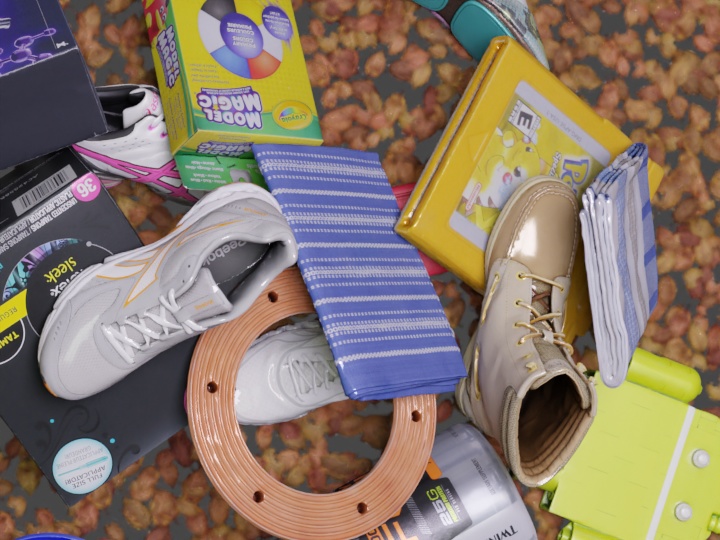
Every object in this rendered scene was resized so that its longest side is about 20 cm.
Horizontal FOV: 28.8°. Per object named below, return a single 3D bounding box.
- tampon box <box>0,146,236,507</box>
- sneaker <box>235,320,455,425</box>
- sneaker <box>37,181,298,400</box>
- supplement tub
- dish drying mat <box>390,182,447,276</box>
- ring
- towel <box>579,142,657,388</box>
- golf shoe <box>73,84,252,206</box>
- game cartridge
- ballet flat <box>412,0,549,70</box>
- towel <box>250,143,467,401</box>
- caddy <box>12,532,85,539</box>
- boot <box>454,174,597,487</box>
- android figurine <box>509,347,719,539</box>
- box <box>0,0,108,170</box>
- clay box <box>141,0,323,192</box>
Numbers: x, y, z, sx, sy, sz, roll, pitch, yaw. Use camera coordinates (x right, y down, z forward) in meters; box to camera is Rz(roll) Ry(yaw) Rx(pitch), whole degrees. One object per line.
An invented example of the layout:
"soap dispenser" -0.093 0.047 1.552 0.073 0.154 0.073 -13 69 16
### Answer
"tampon box" -0.212 0.035 1.021 0.149 0.126 0.201 -34 114 -8
"sneaker" -0.018 0.072 1.104 0.198 0.081 0.076 -17 92 -8
"sneaker" -0.127 0.019 0.928 0.200 0.092 0.076 -40 117 -6
"supplement tub" 0.026 0.214 1.082 0.199 0.123 0.123 -28 92 -9
"dish drying mat" 0.082 -0.041 1.153 0.198 0.018 0.078 -13 93 -9
"ring" -0.034 0.097 1.023 0.198 0.019 0.203 7 75 -27
"towel" 0.202 -0.010 1.066 0.024 0.200 0.149 -3 104 21
"golf shoe" -0.150 -0.100 1.079 0.197 0.092 0.073 3 64 -10
"game cartridge" 0.140 -0.057 1.116 0.199 0.032 0.178 33 79 -28
"ballet flat" 0.084 -0.229 1.144 0.199 0.069 0.072 35 64 -5
"towel" 0.000 0.000 1.032 0.024 0.144 0.202 -33 71 33
"caddy" -0.210 0.286 1.055 0.199 0.105 0.142 33 104 -10
"boot" 0.131 0.040 1.017 0.072 0.156 0.202 15 101 -13
"android figurine" 0.227 0.161 1.158 0.198 0.041 0.184 22 84 -5
"box" -0.277 -0.156 1.015 0.140 0.201 0.079 -20 133 -11
"clay box" -0.098 -0.158 1.067 0.114 0.048 0.202 0 67 -37
